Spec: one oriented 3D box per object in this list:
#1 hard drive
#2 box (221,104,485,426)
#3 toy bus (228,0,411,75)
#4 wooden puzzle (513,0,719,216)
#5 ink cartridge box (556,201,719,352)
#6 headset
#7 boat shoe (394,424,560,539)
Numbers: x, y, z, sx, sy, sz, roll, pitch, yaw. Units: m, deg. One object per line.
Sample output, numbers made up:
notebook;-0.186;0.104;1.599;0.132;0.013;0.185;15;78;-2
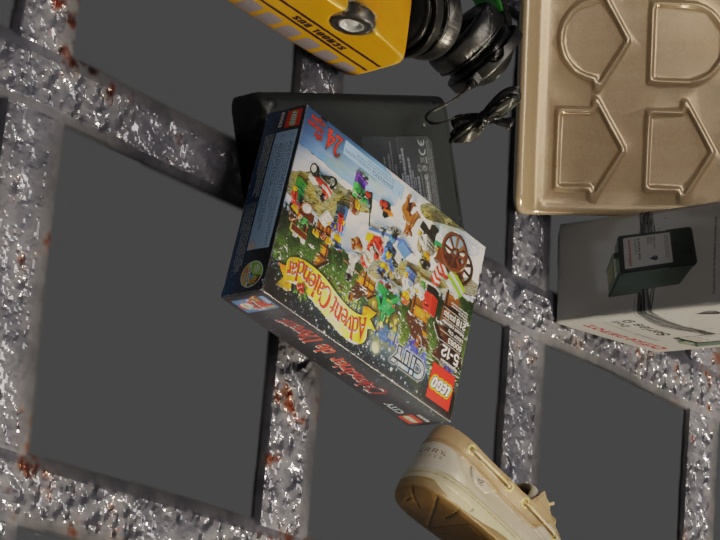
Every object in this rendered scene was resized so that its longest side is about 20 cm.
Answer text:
hard drive;-0.004;-0.052;1.625;0.200;0.033;0.140;-4;85;-51
box;0.000;0.000;1.561;0.200;0.038;0.137;36;55;-40
toy bus;-0.044;-0.203;1.575;0.200;0.078;0.065;29;61;-44
wooden puzzle;0.209;-0.135;1.821;0.200;0.046;0.186;0;96;-16
ink cartridge box;0.270;0.006;1.813;0.146;0.200;0.084;17;72;-47
headset;0.071;-0.176;1.683;0.123;0.094;0.200;26;46;-36
boat shoe;0.107;0.180;1.673;0.200;0.074;0.069;44;56;-34
